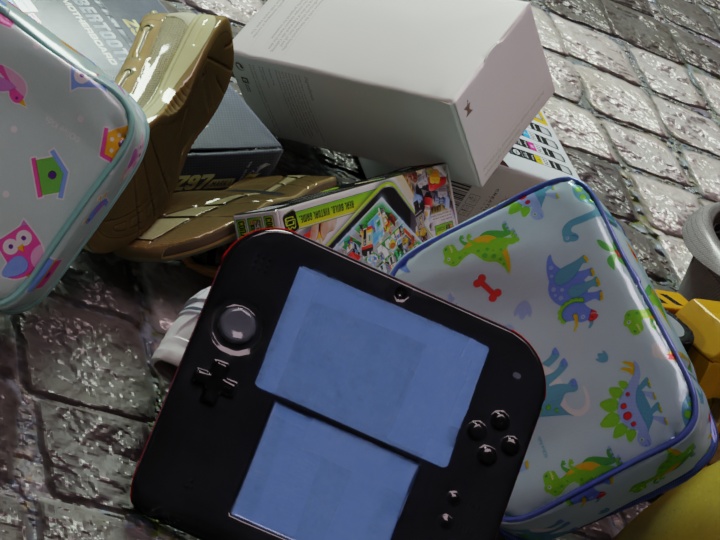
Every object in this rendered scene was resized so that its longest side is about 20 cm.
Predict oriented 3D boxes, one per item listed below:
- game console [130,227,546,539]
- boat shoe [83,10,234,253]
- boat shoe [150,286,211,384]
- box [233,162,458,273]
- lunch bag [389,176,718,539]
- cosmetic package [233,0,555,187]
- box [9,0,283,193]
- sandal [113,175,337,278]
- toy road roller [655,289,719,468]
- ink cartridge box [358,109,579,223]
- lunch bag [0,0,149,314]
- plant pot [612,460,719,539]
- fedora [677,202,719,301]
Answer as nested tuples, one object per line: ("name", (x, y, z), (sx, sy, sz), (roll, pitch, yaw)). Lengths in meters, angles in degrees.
("game console", (-0.007, 0.086, 1.169), (0.200, 0.031, 0.177), (24, 69, -8))
("boat shoe", (-0.140, -0.089, 1.290), (0.063, 0.073, 0.201), (13, 50, 16))
("boat shoe", (-0.035, 0.097, 1.215), (0.200, 0.074, 0.067), (38, 58, 4))
("box", (0.000, 0.000, 1.347), (0.200, 0.035, 0.110), (-20, 101, -55))
("lunch bag", (0.111, 0.056, 1.288), (0.200, 0.160, 0.082), (66, 9, 27))
("cosmetic package", (0.020, -0.139, 1.468), (0.200, 0.085, 0.108), (18, 55, 34))
("box", (-0.168, -0.126, 1.418), (0.157, 0.051, 0.200), (-4, 47, -48))
("sandal", (-0.078, -0.024, 1.347), (0.080, 0.054, 0.200), (6, 14, 30))
("toy road roller", (0.189, 0.061, 1.426), (0.200, 0.123, 0.146), (9, 26, -36))
("ink cartridge box", (0.086, -0.098, 1.594), (0.175, 0.084, 0.200), (15, 33, -30))
("lunch bag", (-0.232, -0.077, 1.179), (0.200, 0.161, 0.077), (34, 3, 5))
("plant pot", (0.271, 0.180, 1.300), (0.200, 0.142, 0.200), (25, 29, -15))
("fedora", (0.319, 0.035, 1.617), (0.200, 0.090, 0.177), (36, 27, 18))
